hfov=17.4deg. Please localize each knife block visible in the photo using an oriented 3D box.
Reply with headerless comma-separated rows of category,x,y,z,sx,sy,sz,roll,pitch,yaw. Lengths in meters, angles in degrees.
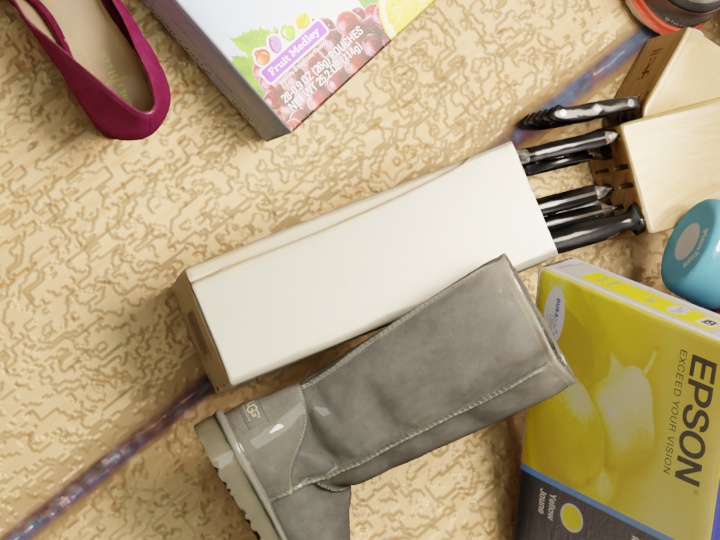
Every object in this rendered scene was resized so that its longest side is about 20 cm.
knife block,0.185,-0.048,1.429,0.200,0.064,0.176,31,80,-13

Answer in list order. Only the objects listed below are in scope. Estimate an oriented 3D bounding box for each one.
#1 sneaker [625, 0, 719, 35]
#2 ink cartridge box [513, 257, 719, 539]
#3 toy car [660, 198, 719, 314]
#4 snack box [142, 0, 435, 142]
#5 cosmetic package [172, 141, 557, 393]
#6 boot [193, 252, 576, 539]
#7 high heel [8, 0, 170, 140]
sneaker,0.170,-0.238,1.421,0.077,0.082,0.200,-35,98,-15
ink cartridge box,0.175,0.116,1.321,0.047,0.200,0.198,-13,116,-40
toy car,0.250,0.089,1.349,0.184,0.200,0.177,28,110,-18
snack box,-0.032,-0.203,1.368,0.200,0.068,0.169,-43,99,-15
cosmetic package,0.000,0.000,1.339,0.200,0.104,0.073,-23,88,-11
boot,0.027,0.095,1.319,0.200,0.073,0.182,-30,135,-4
high heel,-0.166,-0.164,1.312,0.067,0.096,0.200,-36,98,-15
